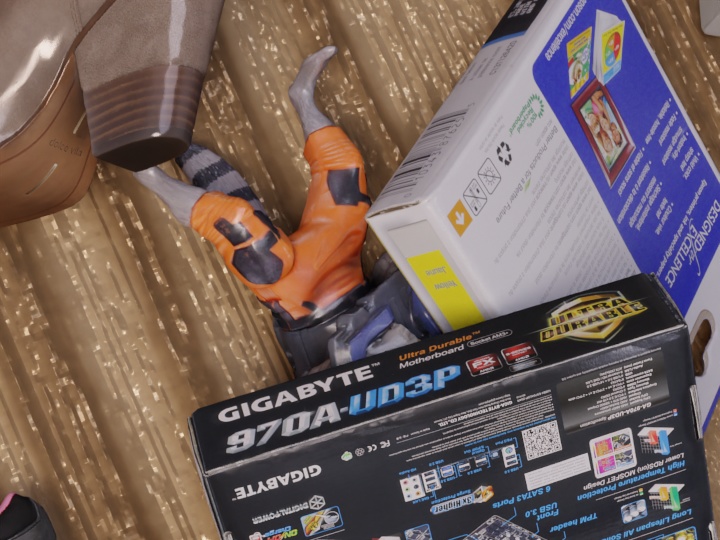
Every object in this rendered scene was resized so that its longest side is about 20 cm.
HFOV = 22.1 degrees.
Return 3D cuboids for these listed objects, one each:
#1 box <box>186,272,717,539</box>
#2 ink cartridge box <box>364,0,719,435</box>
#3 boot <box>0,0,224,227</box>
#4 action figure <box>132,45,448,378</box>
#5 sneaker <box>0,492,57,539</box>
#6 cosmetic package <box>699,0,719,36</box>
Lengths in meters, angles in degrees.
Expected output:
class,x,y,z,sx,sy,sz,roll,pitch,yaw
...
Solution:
class,x,y,z,sx,sy,sz,roll,pitch,yaw
box,0.045,0.102,0.756,0.199,0.046,0.160,-17,122,-4
ink cartridge box,0.106,-0.013,0.852,0.201,0.047,0.198,58,44,-25
boot,-0.140,-0.104,0.784,0.199,0.070,0.147,-13,71,22
action figure,0.000,0.000,0.846,0.200,0.104,0.194,-30,92,-49
sneaker,-0.207,0.136,0.737,0.199,0.079,0.096,-6,57,-22
cosmetic package,0.288,-0.168,0.967,0.199,0.113,0.082,6,71,-14
